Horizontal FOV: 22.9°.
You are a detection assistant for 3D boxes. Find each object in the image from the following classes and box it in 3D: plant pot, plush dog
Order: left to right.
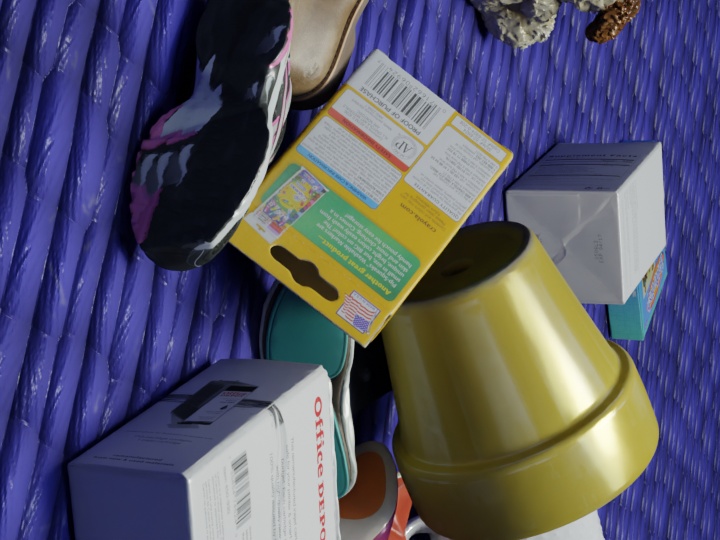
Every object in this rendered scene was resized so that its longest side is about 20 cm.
[{"bbox_3d":[0.103,0.073,1.351,0.189,0.200,0.201,67,30,-20],"label":"plant pot"},{"bbox_3d":[0.175,-0.292,1.602,0.160,0.171,0.200,-33,124,-63],"label":"plush dog"}]

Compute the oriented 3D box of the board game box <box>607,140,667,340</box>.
[{"bbox_3d":[0.338,-0.038,2.206,0.152,0.045,0.200,-59,145,-50],"label":"board game box"}]

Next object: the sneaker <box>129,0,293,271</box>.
[{"bbox_3d":[-0.080,-0.079,1.127,0.086,0.080,0.200,77,30,-57],"label":"sneaker"}]

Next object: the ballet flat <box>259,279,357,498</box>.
[{"bbox_3d":[-0.035,0.072,1.284,0.069,0.069,0.200,-51,142,-56],"label":"ballet flat"}]

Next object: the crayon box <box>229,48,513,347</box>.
[{"bbox_3d":[0.000,-0.043,1.216,0.200,0.126,0.052,-51,178,-33],"label":"crayon box"}]

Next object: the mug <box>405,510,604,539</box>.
[{"bbox_3d":[0.118,0.255,1.532,0.148,0.200,0.176,125,-43,-56],"label":"mug"}]

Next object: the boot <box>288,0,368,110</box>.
[{"bbox_3d":[-0.029,-0.218,1.246,0.075,0.073,0.200,41,57,-55],"label":"boot"}]

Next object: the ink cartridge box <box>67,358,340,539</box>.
[{"bbox_3d":[-0.091,0.154,1.109,0.200,0.083,0.147,-34,124,-63],"label":"ink cartridge box"}]

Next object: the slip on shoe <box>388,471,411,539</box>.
[{"bbox_3d":[0.021,0.260,1.434,0.074,0.061,0.200,51,45,-57],"label":"slip on shoe"}]

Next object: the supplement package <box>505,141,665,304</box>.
[{"bbox_3d":[0.238,-0.053,1.857,0.200,0.119,0.122,-39,127,-62],"label":"supplement package"}]

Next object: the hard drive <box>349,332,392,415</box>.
[{"bbox_3d":[0.000,0.000,1.373,0.135,0.042,0.201,-25,116,-65],"label":"hard drive"}]

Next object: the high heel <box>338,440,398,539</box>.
[{"bbox_3d":[-0.010,0.232,1.356,0.096,0.067,0.200,83,16,-54],"label":"high heel"}]
